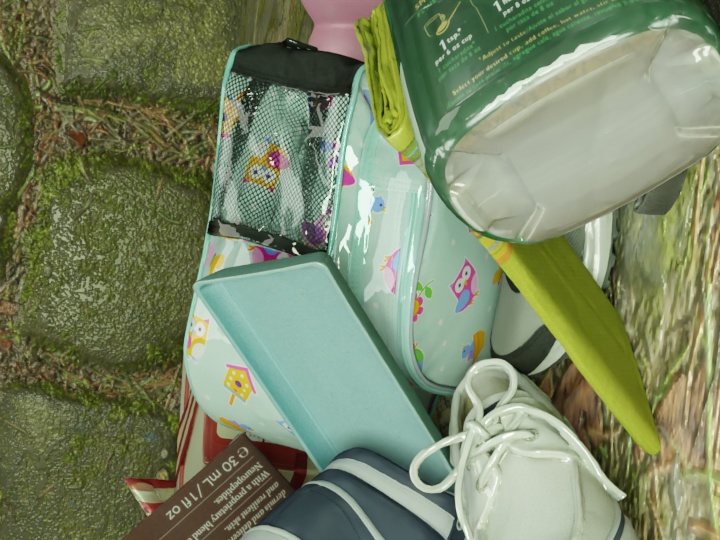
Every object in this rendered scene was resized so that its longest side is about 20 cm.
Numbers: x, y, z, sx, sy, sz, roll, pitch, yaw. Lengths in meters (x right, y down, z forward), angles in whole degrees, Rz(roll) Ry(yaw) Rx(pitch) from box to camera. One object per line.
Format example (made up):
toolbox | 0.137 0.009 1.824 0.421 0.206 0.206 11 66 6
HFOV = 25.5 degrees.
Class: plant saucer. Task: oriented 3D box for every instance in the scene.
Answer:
plant saucer | 0.000 0.067 0.730 0.201 0.069 0.019 58 -144 -34

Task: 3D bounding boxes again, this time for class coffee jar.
coffee jar | 0.050 -0.114 0.558 0.085 0.104 0.201 45 -157 -50

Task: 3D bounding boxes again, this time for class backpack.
backpack | 0.000 0.000 0.823 0.175 0.152 0.202 12 -83 -62

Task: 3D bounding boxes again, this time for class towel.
towel | 0.060 -0.012 0.628 0.200 0.018 0.086 49 -158 -34

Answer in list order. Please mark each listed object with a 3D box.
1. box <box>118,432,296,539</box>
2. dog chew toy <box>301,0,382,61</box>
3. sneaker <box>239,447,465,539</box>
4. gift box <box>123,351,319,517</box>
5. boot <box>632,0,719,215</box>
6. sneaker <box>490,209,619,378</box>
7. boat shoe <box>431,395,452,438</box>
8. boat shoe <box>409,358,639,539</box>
box | -0.036 0.196 0.832 0.100 0.200 0.075 -40 -9 -25
dog chew toy | 0.017 -0.153 1.059 0.125 0.123 0.202 -140 49 -78
sneaker | 0.022 0.176 0.719 0.070 0.201 0.109 -15 20 41
gift box | -0.051 0.095 1.073 0.187 0.198 0.186 110 168 -57
boot | 0.122 -0.141 0.595 0.174 0.068 0.202 123 149 -67
sneaker | 0.081 -0.044 0.736 0.074 0.078 0.202 -110 26 -63
boat shoe | 0.040 0.133 0.896 0.073 0.062 0.202 122 152 -67
boat shoe | 0.064 0.081 0.669 0.087 0.074 0.202 57 -170 -12
